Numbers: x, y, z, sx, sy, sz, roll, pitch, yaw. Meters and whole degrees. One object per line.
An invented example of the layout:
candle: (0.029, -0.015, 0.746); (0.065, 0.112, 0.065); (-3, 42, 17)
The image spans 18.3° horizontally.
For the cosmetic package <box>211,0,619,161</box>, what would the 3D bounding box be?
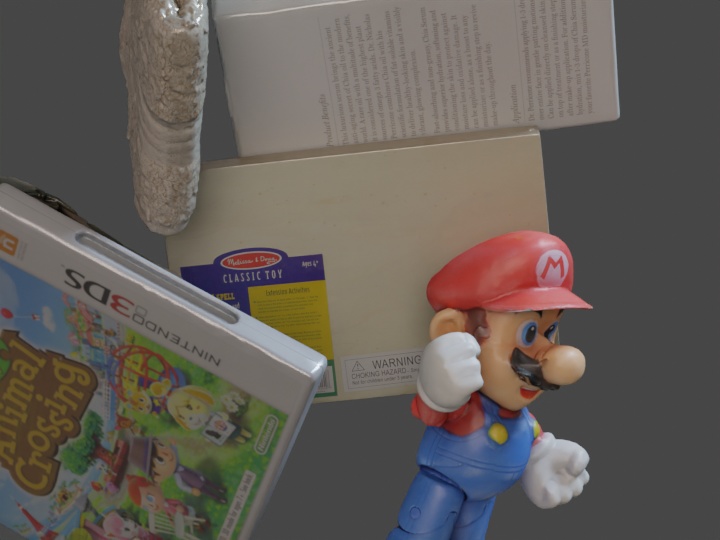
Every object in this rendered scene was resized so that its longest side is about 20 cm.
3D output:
cosmetic package: (0.028, -0.122, 1.151); (0.200, 0.101, 0.071); (-7, 42, 2)

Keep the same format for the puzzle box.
puzzle box: (0.000, 0.000, 1.158); (0.200, 0.025, 0.133); (-5, 106, 2)

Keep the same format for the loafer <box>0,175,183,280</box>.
loafer: (-0.161, -0.014, 1.149); (0.200, 0.063, 0.072); (30, 46, 23)

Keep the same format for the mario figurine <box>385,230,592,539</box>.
mario figurine: (0.071, 0.079, 1.103); (0.106, 0.123, 0.200); (13, 103, 0)

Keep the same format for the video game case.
video game case: (-0.127, 0.075, 1.115); (0.182, 0.022, 0.200); (28, 129, 7)

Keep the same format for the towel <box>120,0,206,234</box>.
towel: (-0.100, -0.133, 1.110); (0.034, 0.133, 0.200); (-1, 45, -8)

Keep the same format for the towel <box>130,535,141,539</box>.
towel: (-0.085, 0.241, 1.131); (0.133, 0.034, 0.200); (-44, 84, 20)
